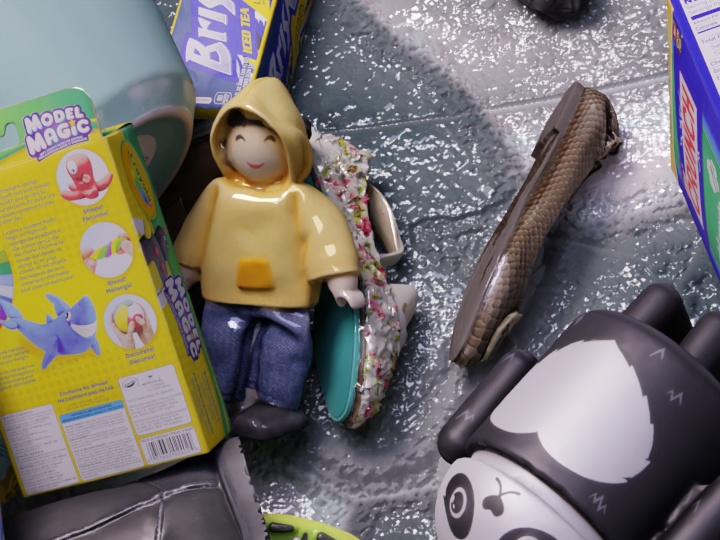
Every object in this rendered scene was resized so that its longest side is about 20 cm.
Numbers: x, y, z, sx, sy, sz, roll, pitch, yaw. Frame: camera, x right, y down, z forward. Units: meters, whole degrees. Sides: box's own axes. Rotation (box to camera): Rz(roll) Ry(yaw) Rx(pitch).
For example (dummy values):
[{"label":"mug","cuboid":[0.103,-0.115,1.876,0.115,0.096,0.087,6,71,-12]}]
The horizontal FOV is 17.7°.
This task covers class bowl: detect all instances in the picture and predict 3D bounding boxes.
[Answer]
[{"label":"bowl","cuboid":[-0.171,-0.080,1.305,0.201,0.201,0.105,-41,73,-13]}]

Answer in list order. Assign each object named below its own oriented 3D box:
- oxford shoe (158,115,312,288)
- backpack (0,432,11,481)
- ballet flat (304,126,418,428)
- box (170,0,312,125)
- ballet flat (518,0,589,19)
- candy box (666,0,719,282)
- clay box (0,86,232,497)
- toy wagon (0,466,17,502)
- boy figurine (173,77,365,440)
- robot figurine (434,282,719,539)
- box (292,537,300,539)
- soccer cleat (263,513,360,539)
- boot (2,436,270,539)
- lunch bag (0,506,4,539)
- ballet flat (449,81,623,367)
[{"label":"oxford shoe","cuboid":[-0.102,-0.028,1.388,0.199,0.072,0.085,-33,58,28]},{"label":"backpack","cuboid":[-0.260,0.036,1.324,0.199,0.167,0.127,21,84,19]},{"label":"ballet flat","cuboid":[0.000,0.000,1.369,0.063,0.076,0.201,2,58,-25]},{"label":"box","cuboid":[-0.075,-0.168,1.491,0.069,0.064,0.201,4,60,17]},{"label":"ballet flat","cuboid":[0.080,-0.234,1.496,0.066,0.057,0.200,-40,58,-13]},{"label":"candy box","cuboid":[0.232,-0.039,1.269,0.076,0.170,0.201,-15,55,0]},{"label":"clay box","cuboid":[-0.153,0.009,1.213,0.114,0.048,0.202,-14,98,19]},{"label":"toy wagon","cuboid":[-0.284,0.102,1.391,0.199,0.040,0.156,25,68,26]},{"label":"boy figurine","cuboid":[-0.053,-0.007,1.313,0.123,0.064,0.202,12,104,23]},{"label":"robot figurine","cuboid":[0.127,0.102,1.233,0.125,0.150,0.200,45,74,-9]},{"label":"box","cuboid":[0.027,0.213,1.181,0.200,0.039,0.041,37,76,28]},{"label":"soccer cleat","cuboid":[-0.077,0.163,1.284,0.198,0.084,0.065,5,89,-2]},{"label":"boot","cuboid":[-0.138,0.174,1.169,0.198,0.066,0.165,-17,31,-5]},{"label":"lunch bag","cuboid":[-0.264,0.087,1.144,0.159,0.076,0.201,9,48,-33]},{"label":"ballet flat","cuboid":[0.106,-0.024,1.364,0.046,0.067,0.201,30,63,-7]}]
